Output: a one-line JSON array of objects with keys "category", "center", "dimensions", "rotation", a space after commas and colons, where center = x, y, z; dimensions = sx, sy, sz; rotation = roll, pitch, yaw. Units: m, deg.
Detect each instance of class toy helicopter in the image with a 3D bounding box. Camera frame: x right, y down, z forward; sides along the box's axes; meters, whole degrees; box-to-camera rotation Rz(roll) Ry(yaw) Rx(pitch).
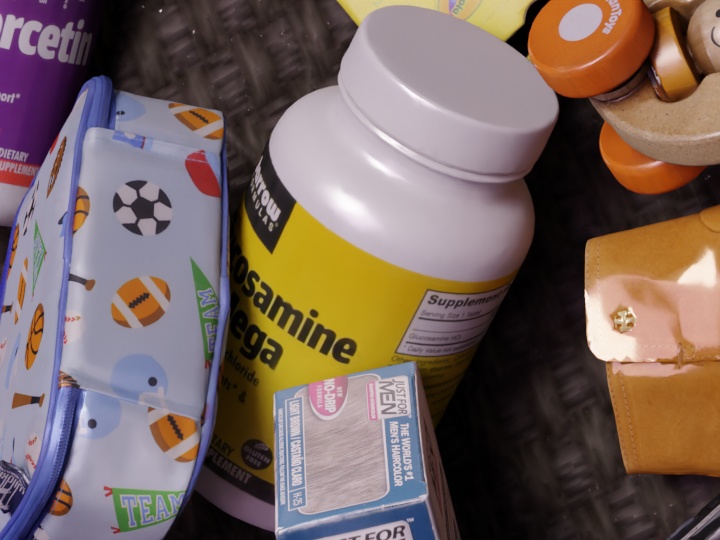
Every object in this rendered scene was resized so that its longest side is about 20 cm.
[{"category": "toy helicopter", "center": [0.155, -0.125, 1.102], "dimensions": [0.132, 0.079, 0.200], "rotation": [-3, 53, 36]}]

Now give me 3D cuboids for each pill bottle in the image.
[{"category": "pill bottle", "center": [0.000, 0.000, 1.162], "dimensions": [0.112, 0.112, 0.200], "rotation": [39, 121, 23]}, {"category": "pill bottle", "center": [-0.167, -0.126, 1.276], "dimensions": [0.112, 0.112, 0.201], "rotation": [18, 97, 26]}]

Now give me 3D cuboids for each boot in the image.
[{"category": "boot", "center": [0.157, -0.016, 1.126], "dimensions": [0.144, 0.071, 0.202], "rotation": [1, 96, 18]}]

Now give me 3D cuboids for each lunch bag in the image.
[{"category": "lunch bag", "center": [-0.108, 0.037, 1.156], "dimensions": [0.160, 0.075, 0.201], "rotation": [132, 149, -57]}]

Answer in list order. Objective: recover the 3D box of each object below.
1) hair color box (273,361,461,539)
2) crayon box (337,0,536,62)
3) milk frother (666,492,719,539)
[{"category": "hair color box", "center": [0.017, 0.148, 1.125], "dimensions": [0.060, 0.100, 0.201], "rotation": [-12, 118, 4]}, {"category": "crayon box", "center": [0.027, -0.166, 1.197], "dimensions": [0.127, 0.051, 0.200], "rotation": [-41, 86, 19]}, {"category": "milk frother", "center": [0.168, 0.180, 1.097], "dimensions": [0.180, 0.200, 0.188], "rotation": [-40, 86, -6]}]
